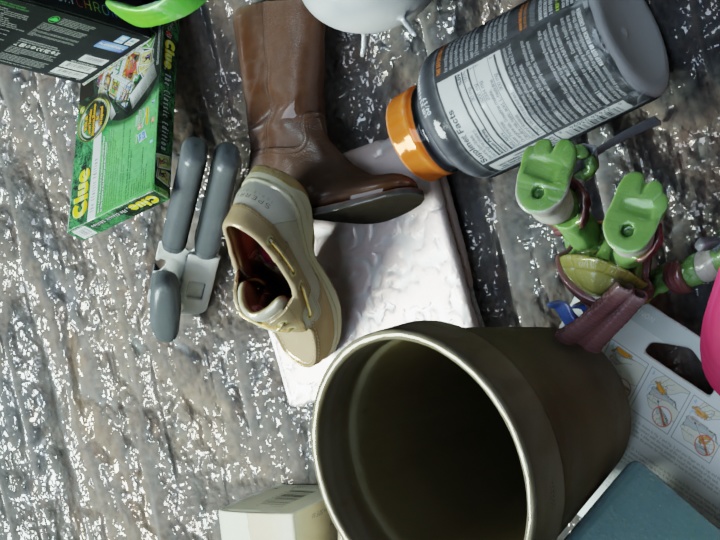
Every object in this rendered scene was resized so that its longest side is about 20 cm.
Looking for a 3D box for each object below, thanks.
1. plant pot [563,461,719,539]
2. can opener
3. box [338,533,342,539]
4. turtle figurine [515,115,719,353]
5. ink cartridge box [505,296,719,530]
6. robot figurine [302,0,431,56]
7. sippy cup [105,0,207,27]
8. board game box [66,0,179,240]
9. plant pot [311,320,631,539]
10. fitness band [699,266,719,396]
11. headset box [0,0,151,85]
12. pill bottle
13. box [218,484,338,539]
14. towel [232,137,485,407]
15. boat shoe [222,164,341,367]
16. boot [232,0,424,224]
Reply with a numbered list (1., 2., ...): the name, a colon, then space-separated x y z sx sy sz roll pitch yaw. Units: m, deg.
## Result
1. plant pot: 0.177 0.295 1.246 0.196 0.200 0.197 42 150 20
2. can opener: -0.139 -0.019 1.477 0.053 0.067 0.200 10 138 -9
3. box: 0.028 0.200 1.411 0.095 0.078 0.201 0 100 1
4. turtle figurine: 0.187 -0.049 1.214 0.200 0.194 0.144 -33 69 9
5. ink cartridge box: 0.216 0.117 1.328 0.200 0.044 0.174 35 113 23
6. robot figurine: -0.002 -0.266 1.358 0.170 0.113 0.201 -13 91 67
7. sippy cup: -0.149 -0.289 1.436 0.130 0.178 0.140 9 127 36
8. board game box: -0.196 -0.131 1.494 0.105 0.023 0.200 -20 56 33
9. plant pot: 0.095 0.117 1.264 0.200 0.173 0.201 17 115 41
10. fitness band: 0.298 0.005 1.200 0.037 0.143 0.200 37 116 53
11. headset box: -0.279 -0.273 1.472 0.093 0.174 0.200 -27 67 33
12. pill bottle: 0.115 -0.134 1.312 0.200 0.106 0.106 -25 85 33
13. box: -0.053 0.286 1.494 0.078 0.095 0.201 -2 98 32
14. towel: 0.000 0.000 1.450 0.200 0.032 0.192 -16 90 33
15. boat shoe: -0.068 0.011 1.386 0.074 0.069 0.200 18 143 30
16. boot: -0.030 -0.134 1.405 0.186 0.064 0.201 -7 78 38
